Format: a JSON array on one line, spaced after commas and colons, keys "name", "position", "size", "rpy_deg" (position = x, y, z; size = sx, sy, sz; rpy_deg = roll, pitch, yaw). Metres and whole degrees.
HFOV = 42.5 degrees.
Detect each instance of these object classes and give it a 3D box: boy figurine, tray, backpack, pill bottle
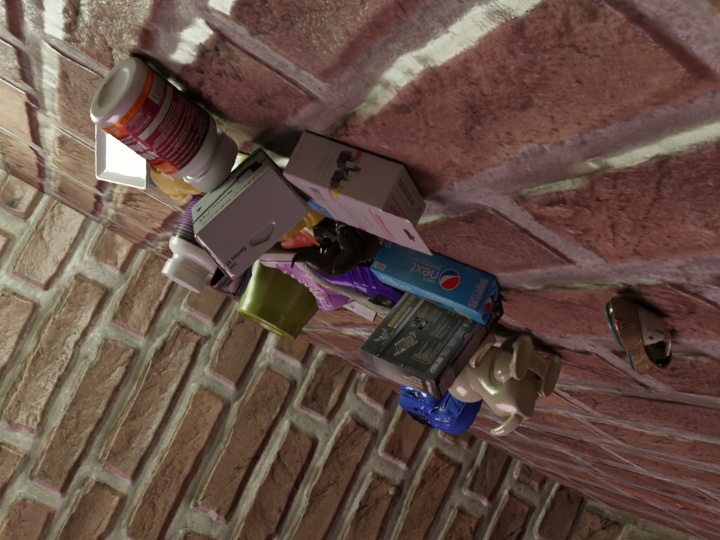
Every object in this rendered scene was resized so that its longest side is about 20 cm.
[{"name": "boy figurine", "position": [-0.354, -0.184, 1.708], "size": [0.198, 0.065, 0.125], "rpy_deg": [14, 140, 40]}, {"name": "tray", "position": [-0.439, -0.215, 1.720], "size": [0.022, 0.110, 0.198], "rpy_deg": [-5, -167, -41]}, {"name": "backpack", "position": [0.215, 0.345, 2.496], "size": [0.198, 0.164, 0.168], "rpy_deg": [20, 164, 37]}, {"name": "pill bottle", "position": [-0.274, -0.201, 1.315], "size": [0.109, 0.111, 0.199], "rpy_deg": [15, 163, 48]}, {"name": "pill bottle", "position": [-0.288, -0.066, 1.726], "size": [0.110, 0.202, 0.112], "rpy_deg": [26, 169, 5]}]

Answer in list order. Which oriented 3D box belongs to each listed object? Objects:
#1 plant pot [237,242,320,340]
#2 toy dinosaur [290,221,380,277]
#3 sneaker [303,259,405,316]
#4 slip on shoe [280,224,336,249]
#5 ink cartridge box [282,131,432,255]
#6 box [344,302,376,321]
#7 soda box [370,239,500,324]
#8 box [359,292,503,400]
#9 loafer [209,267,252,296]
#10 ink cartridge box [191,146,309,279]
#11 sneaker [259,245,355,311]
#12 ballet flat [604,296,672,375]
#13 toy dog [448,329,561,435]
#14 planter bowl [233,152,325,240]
[{"name": "plant pot", "position": [-0.142, 0.024, 1.803], "size": [0.198, 0.195, 0.201], "rpy_deg": [25, 169, 5]}, {"name": "toy dinosaur", "position": [-0.026, -0.034, 1.429], "size": [0.076, 0.200, 0.104], "rpy_deg": [7, 122, 32]}, {"name": "sneaker", "position": [0.000, 0.000, 1.611], "size": [0.198, 0.101, 0.069], "rpy_deg": [26, -171, 13]}, {"name": "slip on shoe", "position": [-0.113, -0.063, 1.652], "size": [0.198, 0.062, 0.074], "rpy_deg": [20, -179, 41]}, {"name": "ink cartridge box", "position": [0.010, -0.099, 1.203], "size": [0.198, 0.069, 0.115], "rpy_deg": [23, 168, 27]}, {"name": "box", "position": [-0.021, 0.057, 2.088], "size": [0.143, 0.037, 0.200], "rpy_deg": [27, 170, 3]}, {"name": "soda box", "position": [0.119, 0.014, 1.474], "size": [0.198, 0.065, 0.068], "rpy_deg": [23, 168, 26]}, {"name": "box", "position": [0.116, 0.099, 1.507], "size": [0.157, 0.200, 0.049], "rpy_deg": [17, 144, 37]}, {"name": "loafer", "position": [-0.215, -0.044, 1.665], "size": [0.062, 0.203, 0.072], "rpy_deg": [8, -156, -30]}, {"name": "ink cartridge box", "position": [-0.160, -0.086, 1.303], "size": [0.083, 0.146, 0.200], "rpy_deg": [48, -179, -19]}, {"name": "sneaker", "position": [-0.093, 0.018, 1.694], "size": [0.196, 0.116, 0.073], "rpy_deg": [7, -166, -5]}, {"name": "ballet flat", "position": [0.372, 0.082, 1.217], "size": [0.064, 0.072, 0.200], "rpy_deg": [-9, 155, 24]}, {"name": "toy dog", "position": [0.249, 0.205, 1.724], "size": [0.138, 0.198, 0.198], "rpy_deg": [20, 170, -39]}, {"name": "planter bowl", "position": [-0.152, -0.106, 1.528], "size": [0.198, 0.084, 0.201], "rpy_deg": [26, 169, 5]}]
